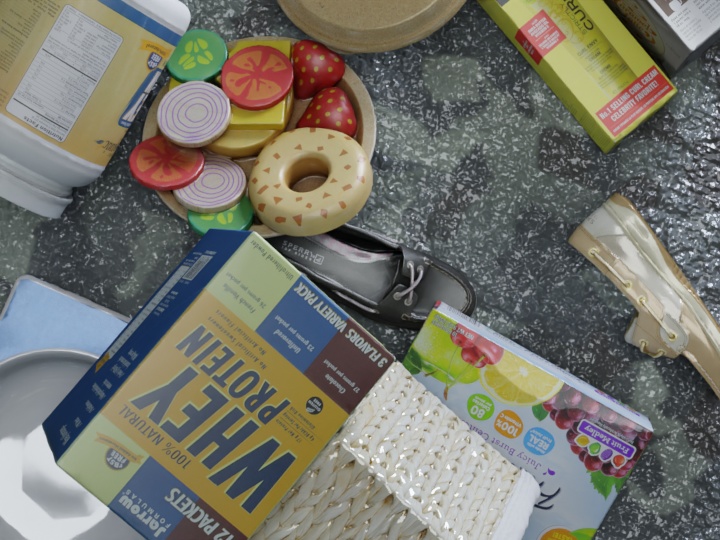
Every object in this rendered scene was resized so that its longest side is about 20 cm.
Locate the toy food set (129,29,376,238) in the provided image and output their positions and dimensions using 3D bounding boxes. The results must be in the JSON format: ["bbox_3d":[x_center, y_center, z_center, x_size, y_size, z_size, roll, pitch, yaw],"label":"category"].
[{"bbox_3d":[-0.086,-0.111,1.290,0.197,0.049,0.201,0,63,5],"label":"toy food set"}]

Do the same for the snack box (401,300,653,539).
[{"bbox_3d":[0.113,0.135,1.280,0.199,0.053,0.143,29,101,3],"label":"snack box"}]

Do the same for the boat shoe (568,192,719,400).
[{"bbox_3d":[0.243,0.035,1.299,0.069,0.074,0.201,-35,84,9],"label":"boat shoe"}]

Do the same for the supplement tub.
[{"bbox_3d":[-0.243,-0.158,1.271,0.144,0.145,0.201,32,95,3],"label":"supplement tub"}]

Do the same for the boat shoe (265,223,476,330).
[{"bbox_3d":[0.000,0.000,1.305,0.199,0.057,0.067,20,85,2],"label":"boat shoe"}]

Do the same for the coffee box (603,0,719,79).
[{"bbox_3d":[0.224,-0.264,1.302,0.080,0.114,0.200,-39,86,-3],"label":"coffee box"}]

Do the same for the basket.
[{"bbox_3d":[0.003,0.205,1.182,0.161,0.200,0.198,43,111,0],"label":"basket"}]

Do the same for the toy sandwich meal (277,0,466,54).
[{"bbox_3d":[0.016,-0.269,1.315,0.204,0.070,0.207,-2,78,11],"label":"toy sandwich meal"}]

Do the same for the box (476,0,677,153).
[{"bbox_3d":[0.170,-0.198,1.327,0.075,0.050,0.200,-38,86,-4],"label":"box"}]

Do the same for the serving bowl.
[{"bbox_3d":[-0.238,0.161,1.274,0.199,0.066,0.202,0,89,1],"label":"serving bowl"}]

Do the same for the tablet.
[{"bbox_3d":[-0.217,0.099,1.319,0.199,0.014,0.131,23,85,2],"label":"tablet"}]

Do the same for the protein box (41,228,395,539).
[{"bbox_3d":[-0.109,0.089,1.143,0.135,0.198,0.200,42,82,-12],"label":"protein box"}]
